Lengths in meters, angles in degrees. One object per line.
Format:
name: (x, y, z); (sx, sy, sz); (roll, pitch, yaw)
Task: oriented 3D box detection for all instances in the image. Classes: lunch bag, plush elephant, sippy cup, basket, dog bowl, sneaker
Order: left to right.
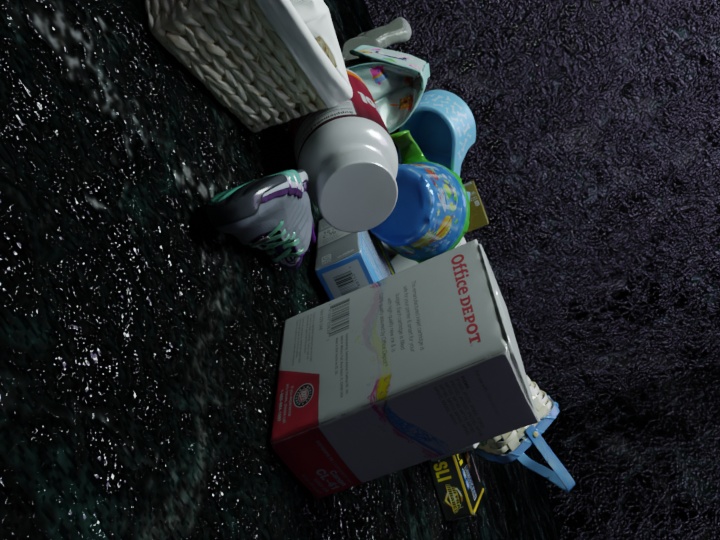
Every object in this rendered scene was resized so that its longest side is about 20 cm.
basket: (-0.106, -0.242, 0.599); (0.200, 0.121, 0.139); (37, 35, -64)
sneaker: (-0.072, -0.040, 0.559); (0.200, 0.073, 0.090); (-54, 127, -75)
lunch bag: (0.003, -0.243, 0.869); (0.171, 0.196, 0.124); (-72, 138, -68)
plush elephant: (0.007, -0.342, 1.155); (0.156, 0.194, 0.169); (96, -18, -67)
sippy cup: (0.067, -0.081, 0.817); (0.178, 0.140, 0.130); (46, 17, 14)
dog bowl: (0.103, -0.152, 0.903); (0.049, 0.109, 0.205); (-39, 138, -47)
basket: (0.240, 0.248, 0.991); (0.201, 0.139, 0.176); (49, -11, -4)

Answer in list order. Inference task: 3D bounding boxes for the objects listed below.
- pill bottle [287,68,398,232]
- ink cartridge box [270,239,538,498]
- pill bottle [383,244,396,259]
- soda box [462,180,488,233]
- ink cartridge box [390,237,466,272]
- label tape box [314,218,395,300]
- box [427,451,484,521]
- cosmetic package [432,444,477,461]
pill bottle: (-0.020, -0.137, 0.703); (0.114, 0.111, 0.202); (57, 11, -42)
ink cartridge box: (0.031, 0.080, 0.521); (0.149, 0.196, 0.087); (-90, 154, -55)
pill bottle: (0.111, 0.008, 1.129); (0.110, 0.106, 0.203); (-86, 153, -60)
soda box: (0.135, -0.091, 1.172); (0.065, 0.196, 0.069); (-87, 152, -60)
ink cartridge box: (0.133, 0.049, 1.035); (0.083, 0.146, 0.202); (20, -33, 55)
label tape box: (0.000, 0.000, 0.800); (0.201, 0.065, 0.145); (-97, 162, -62)
box: (0.136, 0.270, 0.988); (0.159, 0.048, 0.205); (19, 53, -71)
cosmetic package: (0.105, 0.143, 0.870); (0.112, 0.080, 0.204); (-25, 89, -56)
